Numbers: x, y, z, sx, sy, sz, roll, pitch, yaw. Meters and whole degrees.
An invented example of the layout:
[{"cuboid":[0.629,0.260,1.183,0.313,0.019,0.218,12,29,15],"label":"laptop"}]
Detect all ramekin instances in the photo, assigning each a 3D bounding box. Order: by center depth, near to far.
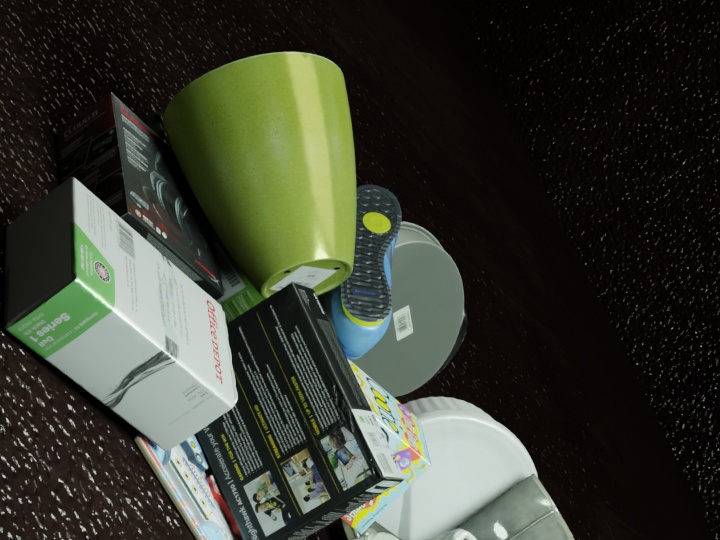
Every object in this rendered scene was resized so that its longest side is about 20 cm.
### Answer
[{"cuboid":[0.082,0.227,1.826,0.202,0.202,0.094,52,4,-21],"label":"ramekin"}]

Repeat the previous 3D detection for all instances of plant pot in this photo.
[{"cuboid":[-0.078,-0.078,1.667,0.187,0.187,0.200,28,41,-62],"label":"plant pot"}]

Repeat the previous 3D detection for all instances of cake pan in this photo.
[{"cuboid":[0.036,0.049,1.832,0.037,0.200,0.200,21,-17,47],"label":"cake pan"}]

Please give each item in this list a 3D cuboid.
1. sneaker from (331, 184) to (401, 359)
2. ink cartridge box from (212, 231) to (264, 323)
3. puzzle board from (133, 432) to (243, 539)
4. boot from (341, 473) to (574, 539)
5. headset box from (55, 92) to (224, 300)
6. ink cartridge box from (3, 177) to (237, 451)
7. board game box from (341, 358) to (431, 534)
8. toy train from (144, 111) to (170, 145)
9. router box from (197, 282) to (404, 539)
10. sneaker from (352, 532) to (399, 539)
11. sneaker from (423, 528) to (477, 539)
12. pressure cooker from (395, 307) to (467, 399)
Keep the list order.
[{"cuboid":[0.000,0.000,1.733,0.066,0.079,0.200,11,48,-7],"label":"sneaker"},{"cuboid":[-0.108,0.015,1.844,0.148,0.076,0.200,57,17,-3],"label":"ink cartridge box"},{"cuboid":[-0.120,0.213,1.538,0.200,0.017,0.151,58,15,-1],"label":"puzzle board"},{"cuboid":[0.102,0.273,1.758,0.182,0.200,0.073,55,5,-19],"label":"boot"},{"cuboid":[-0.216,-0.064,1.662,0.149,0.077,0.200,44,22,-40],"label":"headset box"},{"cuboid":[-0.204,0.040,1.463,0.200,0.084,0.146,44,19,-34],"label":"ink cartridge box"},{"cuboid":[-0.041,0.142,1.663,0.200,0.105,0.103,41,12,-17],"label":"board game box"},{"cuboid":[-0.204,-0.095,1.845,0.046,0.034,0.200,60,8,-47],"label":"toy train"},{"cuboid":[-0.070,0.133,1.535,0.200,0.149,0.051,64,18,19],"label":"router box"},{"cuboid":[-0.017,0.292,1.609,0.072,0.072,0.200,52,19,18],"label":"sneaker"},{"cuboid":[0.063,0.335,1.640,0.070,0.080,0.201,24,59,-11],"label":"sneaker"},{"cuboid":[0.009,0.032,1.992,0.200,0.176,0.179,50,19,-24],"label":"pressure cooker"}]
